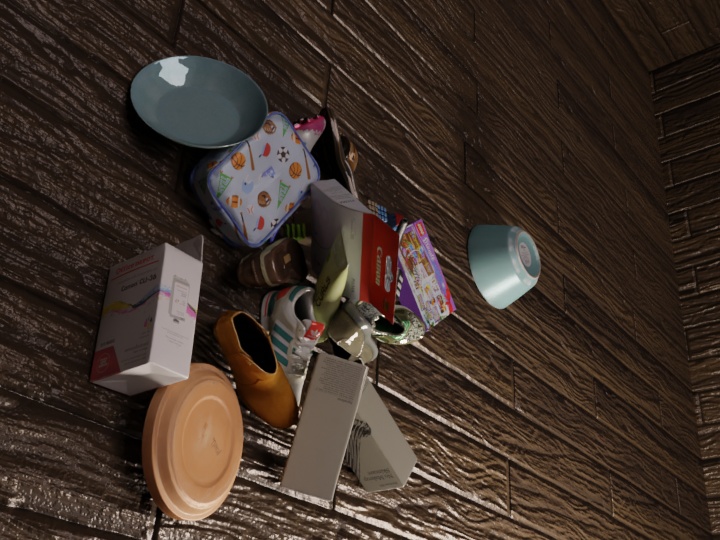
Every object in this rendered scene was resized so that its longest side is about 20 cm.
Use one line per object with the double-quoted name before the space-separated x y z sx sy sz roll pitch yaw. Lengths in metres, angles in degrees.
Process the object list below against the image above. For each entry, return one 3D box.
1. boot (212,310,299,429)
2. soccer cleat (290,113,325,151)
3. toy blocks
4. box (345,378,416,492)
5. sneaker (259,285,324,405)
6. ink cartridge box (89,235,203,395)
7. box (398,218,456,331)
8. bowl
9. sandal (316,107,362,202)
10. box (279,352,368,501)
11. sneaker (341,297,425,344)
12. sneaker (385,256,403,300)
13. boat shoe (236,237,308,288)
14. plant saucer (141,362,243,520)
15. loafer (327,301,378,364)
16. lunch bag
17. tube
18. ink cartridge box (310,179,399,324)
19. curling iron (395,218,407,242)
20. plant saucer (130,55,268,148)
"boot" -0.136 0.144 1.212 0.071 0.144 0.202 -36 100 -18
"soccer cleat" -0.118 -0.200 1.482 0.200 0.070 0.087 -42 118 -48
"toy blocks" -0.014 -0.074 1.498 0.199 0.136 0.101 19 60 -49
"box" 0.005 0.256 1.407 0.201 0.082 0.068 59 36 -16
"sneaker" -0.101 0.115 1.325 0.070 0.093 0.201 24 56 -47
"ink cartridge box" -0.266 0.045 1.105 0.067 0.116 0.201 32 49 -44
"box" 0.111 0.011 1.722 0.137 0.039 0.201 -27 97 -55
"bowl" 0.341 -0.022 2.005 0.200 0.105 0.202 29 52 -46
"sandal" -0.029 -0.197 1.575 0.054 0.082 0.201 -25 99 -26
"box" -0.053 0.227 1.281 0.082 0.068 0.201 18 79 -3
"sneaker" 0.055 0.101 1.540 0.199 0.088 0.077 19 100 -44
"sneaker" 0.000 0.000 1.450 0.200 0.115 0.075 62 40 -67
"boat shoe" -0.139 -0.009 1.351 0.202 0.074 0.075 -4 79 -79
"plant saucer" -0.208 0.221 1.134 0.200 0.032 0.202 -2 90 -65
"loafer" -0.022 0.112 1.423 0.075 0.070 0.200 49 -11 23
"lunch bag" -0.159 -0.133 1.337 0.200 0.075 0.161 -49 123 -28
"tube" -0.050 0.030 1.358 0.058 0.201 0.052 39 46 17
"ink cartridge box" -0.015 -0.028 1.343 0.057 0.200 0.163 -13 125 -22
"curling iron" 0.055 -0.014 1.540 0.025 0.201 0.050 -13 49 -32
"plant saucer" -0.237 -0.238 1.286 0.200 0.039 0.202 9 49 -11
